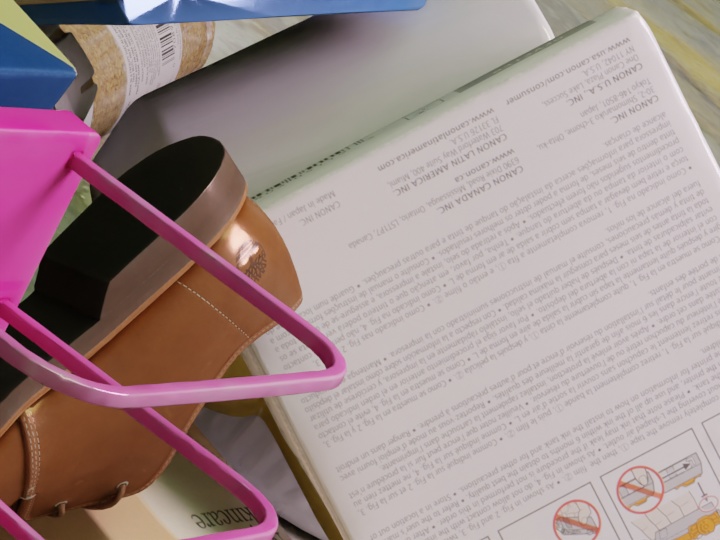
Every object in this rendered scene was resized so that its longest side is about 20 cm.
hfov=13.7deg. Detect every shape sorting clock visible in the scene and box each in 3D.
[{"bbox_3d":[-0.069,-0.103,0.996,0.199,0.039,0.200,-2,6,0],"label":"shape sorting clock"}]

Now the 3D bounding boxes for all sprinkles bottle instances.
[{"bbox_3d":[-0.120,-0.086,1.261,0.068,0.068,0.200,41,21,1],"label":"sprinkles bottle"}]

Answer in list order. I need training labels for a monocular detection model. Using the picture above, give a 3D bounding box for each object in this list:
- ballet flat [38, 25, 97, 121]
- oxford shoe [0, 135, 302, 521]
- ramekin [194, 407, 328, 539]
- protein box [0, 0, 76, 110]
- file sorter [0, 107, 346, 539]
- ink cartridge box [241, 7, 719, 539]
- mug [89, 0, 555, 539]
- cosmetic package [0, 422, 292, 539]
[{"bbox_3d":[-0.131,-0.061,1.067,0.072,0.072,0.200,35,-10,-14],"label":"ballet flat"},{"bbox_3d":[-0.097,0.052,0.889,0.071,0.200,0.071,53,-8,-28],"label":"oxford shoe"},{"bbox_3d":[-0.003,0.026,1.204,0.202,0.094,0.203,34,23,-17],"label":"ramekin"},{"bbox_3d":[-0.222,-0.024,0.783,0.135,0.200,0.198,48,22,18],"label":"protein box"},{"bbox_3d":[-0.113,0.075,0.745,0.125,0.200,0.139,36,18,25],"label":"file sorter"},{"bbox_3d":[0.059,0.040,0.961,0.200,0.161,0.050,63,-3,-7],"label":"ink cartridge box"},{"bbox_3d":[-0.002,-0.009,1.025,0.153,0.150,0.187,-17,43,-12],"label":"mug"},{"bbox_3d":[-0.072,0.106,0.962,0.200,0.071,0.105,48,21,18],"label":"cosmetic package"}]
